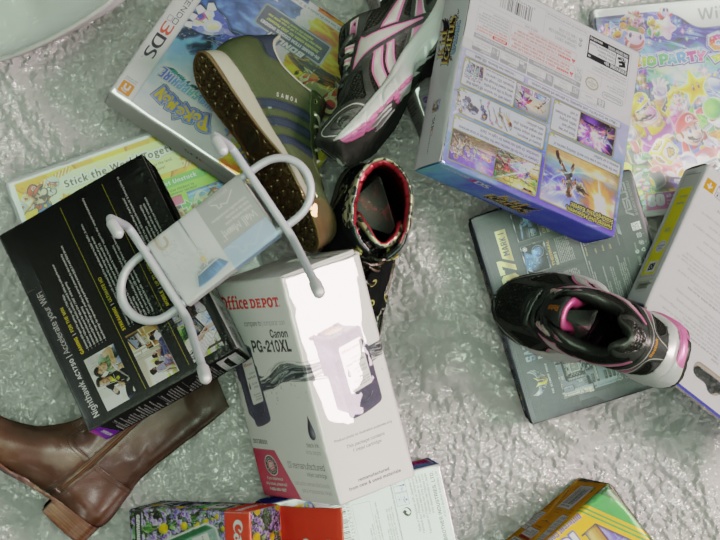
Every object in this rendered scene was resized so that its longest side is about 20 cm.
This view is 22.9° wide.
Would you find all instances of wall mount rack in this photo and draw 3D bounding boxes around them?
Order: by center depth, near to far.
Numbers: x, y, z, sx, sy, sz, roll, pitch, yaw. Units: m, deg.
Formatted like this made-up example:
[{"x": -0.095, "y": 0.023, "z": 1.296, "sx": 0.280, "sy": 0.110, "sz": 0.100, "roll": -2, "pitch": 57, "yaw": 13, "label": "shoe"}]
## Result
[{"x": -0.115, "y": -0.008, "z": 1.464, "sx": 0.200, "sy": 0.075, "sz": 0.174, "roll": -37, "pitch": 73, "yaw": 7, "label": "wall mount rack"}]

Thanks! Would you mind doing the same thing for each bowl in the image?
[{"x": -0.283, "y": -0.301, "z": 1.568, "sx": 0.199, "sy": 0.075, "sz": 0.201, "roll": -19, "pitch": 91, "yaw": 32, "label": "bowl"}]

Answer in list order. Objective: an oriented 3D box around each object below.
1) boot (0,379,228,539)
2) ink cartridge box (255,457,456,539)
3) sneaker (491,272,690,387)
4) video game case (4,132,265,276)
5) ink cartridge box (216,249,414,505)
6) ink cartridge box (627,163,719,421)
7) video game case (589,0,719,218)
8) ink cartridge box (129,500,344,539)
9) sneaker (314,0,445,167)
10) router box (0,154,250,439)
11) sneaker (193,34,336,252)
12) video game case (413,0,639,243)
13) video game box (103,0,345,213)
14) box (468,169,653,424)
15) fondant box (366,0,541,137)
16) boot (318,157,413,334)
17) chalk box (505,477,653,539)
[{"x": -0.238, "y": 0.114, "z": 1.587, "sx": 0.200, "sy": 0.064, "sz": 0.186, "roll": -45, "pitch": 106, "yaw": -3, "label": "boot"}, {"x": -0.014, "y": 0.257, "z": 1.601, "sx": 0.198, "sy": 0.076, "sz": 0.138, "roll": -12, "pitch": 87, "yaw": -8, "label": "ink cartridge box"}, {"x": 0.185, "y": 0.038, "z": 1.525, "sx": 0.086, "sy": 0.199, "sz": 0.081, "roll": 24, "pitch": 82, "yaw": -43, "label": "sneaker"}, {"x": -0.200, "y": -0.027, "z": 1.622, "sx": 0.199, "sy": 0.023, "sz": 0.183, "roll": -20, "pitch": 89, "yaw": -6, "label": "video game case"}, {"x": -0.044, "y": 0.092, "z": 1.546, "sx": 0.084, "sy": 0.144, "sz": 0.202, "roll": -17, "pitch": 96, "yaw": -30, "label": "ink cartridge box"}, {"x": 0.338, "y": 0.041, "z": 1.626, "sx": 0.197, "sy": 0.047, "sz": 0.201, "roll": 37, "pitch": 70, "yaw": -20, "label": "ink cartridge box"}, {"x": 0.298, "y": -0.154, "z": 1.688, "sx": 0.142, "sy": 0.018, "sz": 0.202, "roll": -6, "pitch": 88, "yaw": -6, "label": "video game case"}, {"x": -0.108, "y": 0.259, "z": 1.547, "sx": 0.199, "sy": 0.050, "sz": 0.110, "roll": -3, "pitch": 90, "yaw": 32, "label": "ink cartridge box"}, {"x": 0.009, "y": -0.177, "z": 1.565, "sx": 0.086, "sy": 0.081, "sz": 0.200, "roll": 31, "pitch": 56, "yaw": 10, "label": "sneaker"}, {"x": -0.206, "y": 0.022, "z": 1.547, "sx": 0.148, "sy": 0.051, "sz": 0.201, "roll": -28, "pitch": 74, "yaw": 3, "label": "router box"}, {"x": -0.058, "y": -0.121, "z": 1.552, "sx": 0.090, "sy": 0.067, "sz": 0.201, "roll": -29, "pitch": 85, "yaw": -30, "label": "sneaker"}, {"x": 0.149, "y": -0.141, "z": 1.565, "sx": 0.199, "sy": 0.045, "sz": 0.183, "roll": 21, "pitch": 69, "yaw": -30, "label": "video game case"}, {"x": -0.101, "y": -0.174, "z": 1.616, "sx": 0.199, "sy": 0.047, "sz": 0.183, "roll": 33, "pitch": 76, "yaw": -4, "label": "video game box"}, {"x": 0.201, "y": 0.024, "z": 1.644, "sx": 0.157, "sy": 0.051, "sz": 0.201, "roll": -17, "pitch": 89, "yaw": -1, "label": "box"}, {"x": 0.088, "y": -0.243, "z": 1.649, "sx": 0.143, "sy": 0.058, "sz": 0.201, "roll": -21, "pitch": 90, "yaw": -7, "label": "fondant box"}, {"x": -0.001, "y": -0.001, "z": 1.576, "sx": 0.073, "sy": 0.154, "sz": 0.205, "roll": 8, "pitch": 87, "yaw": -7, "label": "boot"}, {"x": 0.225, "y": 0.304, "z": 1.602, "sx": 0.124, "sy": 0.125, "sz": 0.200, "roll": -37, "pitch": 90, "yaw": -7, "label": "chalk box"}]
